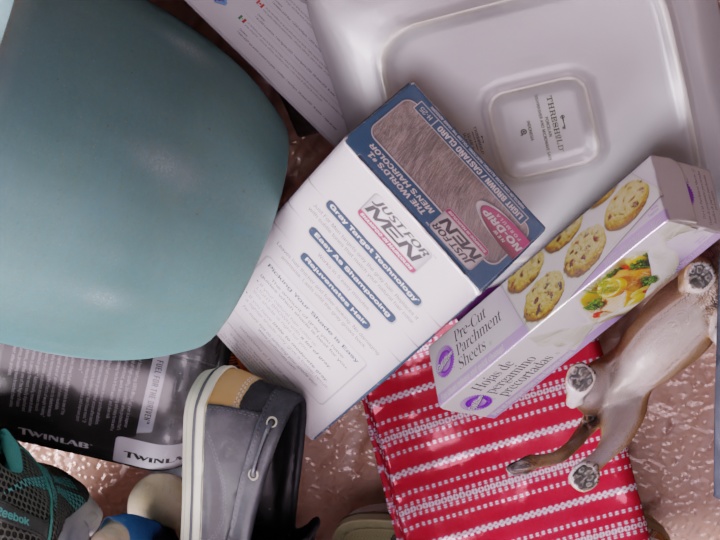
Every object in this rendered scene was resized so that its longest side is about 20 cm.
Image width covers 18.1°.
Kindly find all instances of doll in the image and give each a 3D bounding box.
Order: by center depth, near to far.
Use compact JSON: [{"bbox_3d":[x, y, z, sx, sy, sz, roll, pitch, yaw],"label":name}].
[{"bbox_3d":[-0.120,0.186,1.191,0.048,0.200,0.137,-4,132,18],"label":"doll"}]

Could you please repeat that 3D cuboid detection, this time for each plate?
[{"bbox_3d":[0.091,-0.078,1.135,0.200,0.032,0.200,-13,120,7],"label":"plate"}]

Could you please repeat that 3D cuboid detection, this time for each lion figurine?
[{"bbox_3d":[0.166,0.041,1.229,0.200,0.122,0.073,-36,89,14],"label":"lion figurine"}]

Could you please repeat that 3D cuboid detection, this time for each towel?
[{"bbox_3d":[0.081,0.112,1.286,0.144,0.022,0.200,-15,87,11],"label":"towel"}]

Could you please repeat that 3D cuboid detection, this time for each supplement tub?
[{"bbox_3d":[-0.154,0.041,1.261,0.200,0.123,0.123,13,119,-2],"label":"supplement tub"}]

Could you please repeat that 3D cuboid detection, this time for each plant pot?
[{"bbox_3d":[-0.133,-0.045,1.138,0.161,0.201,0.201,22,118,-17],"label":"plant pot"}]

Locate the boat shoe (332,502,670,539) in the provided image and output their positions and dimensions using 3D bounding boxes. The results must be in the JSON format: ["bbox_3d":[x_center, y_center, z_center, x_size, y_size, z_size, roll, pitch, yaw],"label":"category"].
[{"bbox_3d":[0.086,0.167,1.342,0.200,0.068,0.075,9,124,12],"label":"boat shoe"}]

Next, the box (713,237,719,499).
[{"bbox_3d":[0.255,0.016,1.179,0.051,0.200,0.158,18,126,36],"label":"box"}]

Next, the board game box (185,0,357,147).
[{"bbox_3d":[-0.011,-0.148,1.129,0.126,0.035,0.200,-38,116,16],"label":"board game box"}]

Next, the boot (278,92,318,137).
[{"bbox_3d":[-0.059,-0.142,1.180,0.200,0.072,0.167,-15,113,7],"label":"boot"}]

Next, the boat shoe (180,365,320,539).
[{"bbox_3d":[-0.056,0.149,1.201,0.062,0.075,0.200,6,107,19],"label":"boat shoe"}]

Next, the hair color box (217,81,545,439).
[{"bbox_3d":[0.000,0.000,1.147,0.100,0.061,0.200,48,145,1],"label":"hair color box"}]

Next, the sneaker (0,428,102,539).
[{"bbox_3d":[-0.189,0.120,1.221,0.078,0.200,0.091,-23,100,-5],"label":"sneaker"}]

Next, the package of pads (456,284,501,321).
[{"bbox_3d":[0.120,-0.056,1.212,0.200,0.076,0.121,-24,109,16],"label":"package of pads"}]

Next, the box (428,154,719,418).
[{"bbox_3d":[0.106,0.012,1.152,0.039,0.041,0.200,12,144,-31],"label":"box"}]
